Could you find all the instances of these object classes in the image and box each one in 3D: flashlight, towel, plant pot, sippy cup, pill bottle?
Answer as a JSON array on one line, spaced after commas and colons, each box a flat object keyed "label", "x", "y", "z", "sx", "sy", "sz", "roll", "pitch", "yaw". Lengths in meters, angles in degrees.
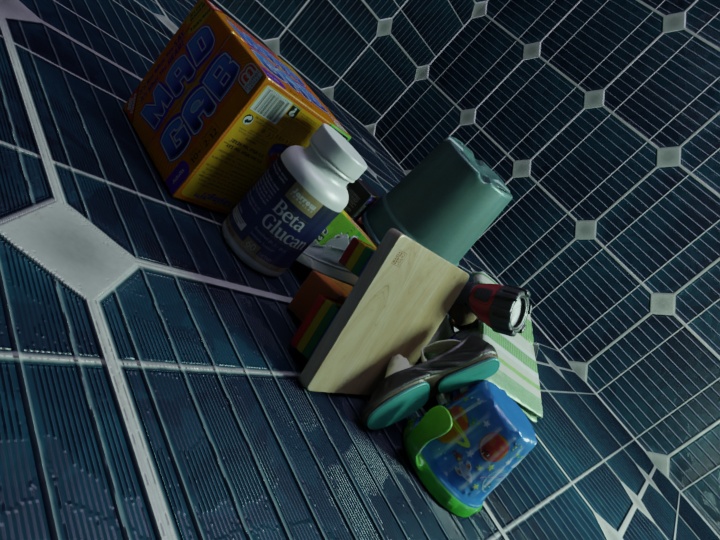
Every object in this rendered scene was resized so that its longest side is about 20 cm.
[{"label": "flashlight", "x": 0.142, "y": 0.037, "z": 0.751, "sx": 0.068, "sy": 0.068, "sz": 0.199, "roll": -15, "pitch": 21, "yaw": -43}, {"label": "towel", "x": 0.221, "y": 0.109, "z": 0.790, "sx": 0.152, "sy": 0.023, "sz": 0.201, "roll": 36, "pitch": 42, "yaw": -30}, {"label": "plant pot", "x": 0.137, "y": -0.107, "z": 0.891, "sx": 0.200, "sy": 0.196, "sz": 0.201, "roll": 34, "pitch": 25, "yaw": -18}, {"label": "sippy cup", "x": 0.146, "y": 0.216, "z": 0.667, "sx": 0.140, "sy": 0.130, "sz": 0.178, "roll": 49, "pitch": 16, "yaw": 11}, {"label": "towel", "x": 0.127, "y": 0.143, "z": 0.838, "sx": 0.149, "sy": 0.030, "sz": 0.202, "roll": -21, "pitch": 95, "yaw": -66}, {"label": "pill bottle", "x": -0.087, "y": -0.097, "z": 0.710, "sx": 0.111, "sy": 0.200, "sz": 0.111, "roll": 41, "pitch": 17, "yaw": -15}]

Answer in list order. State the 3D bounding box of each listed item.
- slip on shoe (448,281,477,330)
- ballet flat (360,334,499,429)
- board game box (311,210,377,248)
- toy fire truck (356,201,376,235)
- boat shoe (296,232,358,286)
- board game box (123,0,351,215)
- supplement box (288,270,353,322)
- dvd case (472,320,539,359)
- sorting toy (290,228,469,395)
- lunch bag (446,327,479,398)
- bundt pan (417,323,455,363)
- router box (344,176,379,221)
[{"label": "slip on shoe", "x": 0.182, "y": 0.064, "z": 0.913, "sx": 0.200, "sy": 0.075, "sz": 0.061, "roll": 76, "pitch": 6, "yaw": -75}, {"label": "ballet flat", "x": 0.080, "y": 0.134, "z": 0.661, "sx": 0.069, "sy": 0.199, "sz": 0.068, "roll": -126, "pitch": -154, "yaw": -42}, {"label": "board game box", "x": 0.000, "y": 0.000, "z": 0.865, "sx": 0.200, "sy": 0.095, "sz": 0.030, "roll": 47, "pitch": 16, "yaw": -12}, {"label": "toy fire truck", "x": 0.018, "y": -0.073, "z": 1.026, "sx": 0.200, "sy": 0.112, "sz": 0.168, "roll": 40, "pitch": 7, "yaw": 15}, {"label": "boat shoe", "x": -0.018, "y": -0.017, "z": 0.793, "sx": 0.199, "sy": 0.072, "sz": 0.070, "roll": 19, "pitch": -4, "yaw": 24}, {"label": "board game box", "x": -0.179, "y": -0.218, "z": 0.770, "sx": 0.200, "sy": 0.200, "sz": 0.200, "roll": 53, "pitch": 18, "yaw": 26}, {"label": "supplement box", "x": -0.008, "y": 0.063, "z": 0.747, "sx": 0.066, "sy": 0.069, "sz": 0.200, "roll": 39, "pitch": 7, "yaw": 35}, {"label": "dvd case", "x": 0.244, "y": 0.160, "z": 0.962, "sx": 0.025, "sy": 0.152, "sz": 0.200, "roll": -1, "pitch": 18, "yaw": -20}, {"label": "sorting toy", "x": 0.023, "y": 0.053, "z": 0.657, "sx": 0.069, "sy": 0.201, "sz": 0.198, "roll": 35, "pitch": 7, "yaw": 36}, {"label": "lunch bag", "x": 0.196, "y": 0.190, "z": 0.825, "sx": 0.161, "sy": 0.082, "sz": 0.202, "roll": -3, "pitch": 79, "yaw": -67}, {"label": "bundt pan", "x": 0.105, "y": 0.087, "z": 0.981, "sx": 0.202, "sy": 0.076, "sz": 0.202, "roll": 42, "pitch": 17, "yaw": -16}, {"label": "router box", "x": -0.092, "y": -0.142, "z": 0.889, "sx": 0.200, "sy": 0.157, "sz": 0.052, "roll": 48, "pitch": 16, "yaw": 7}]
